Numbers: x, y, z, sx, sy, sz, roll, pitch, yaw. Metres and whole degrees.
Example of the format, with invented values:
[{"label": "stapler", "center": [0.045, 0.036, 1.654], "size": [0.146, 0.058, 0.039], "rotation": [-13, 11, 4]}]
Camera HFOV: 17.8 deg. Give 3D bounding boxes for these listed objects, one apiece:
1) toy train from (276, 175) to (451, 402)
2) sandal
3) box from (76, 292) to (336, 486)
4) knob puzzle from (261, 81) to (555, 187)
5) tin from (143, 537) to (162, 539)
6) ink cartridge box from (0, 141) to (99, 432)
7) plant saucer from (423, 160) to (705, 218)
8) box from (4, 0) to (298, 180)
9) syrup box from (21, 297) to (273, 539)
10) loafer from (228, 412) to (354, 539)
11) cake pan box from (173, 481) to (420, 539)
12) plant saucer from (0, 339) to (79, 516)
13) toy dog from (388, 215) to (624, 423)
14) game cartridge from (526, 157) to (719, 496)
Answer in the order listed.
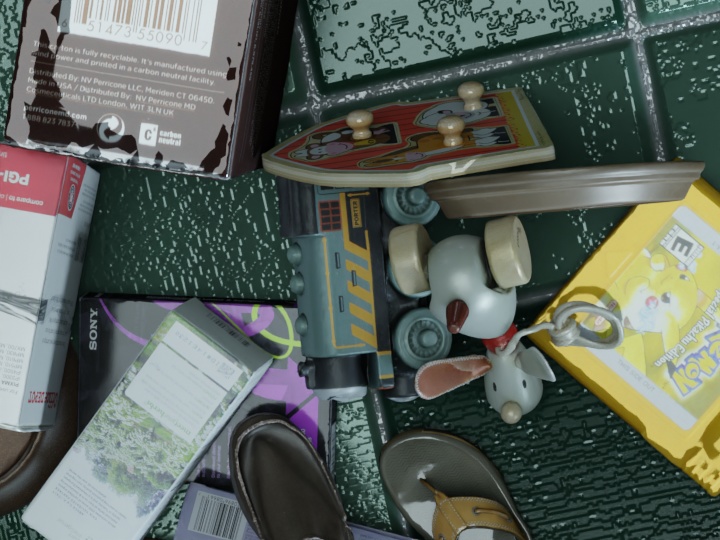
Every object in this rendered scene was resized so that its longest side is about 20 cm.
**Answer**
[{"label": "toy train", "center": [0.000, 0.000, 1.700], "size": [0.114, 0.085, 0.200], "rotation": [-6, 93, -20]}, {"label": "sandal", "center": [0.086, 0.207, 1.738], "size": [0.082, 0.055, 0.200], "rotation": [-29, 92, 8]}, {"label": "box", "center": [-0.118, 0.092, 1.760], "size": [0.200, 0.036, 0.143], "rotation": [2, 96, 7]}, {"label": "knob puzzle", "center": [0.027, -0.101, 1.642], "size": [0.219, 0.220, 0.031], "rotation": [-6, 109, 7]}, {"label": "tin", "center": [-0.130, 0.290, 1.781], "size": [0.200, 0.042, 0.112], "rotation": [31, 102, 2]}, {"label": "ink cartridge box", "center": [-0.258, 0.012, 1.687], "size": [0.083, 0.147, 0.200], "rotation": [10, 87, 3]}, {"label": "plant saucer", "center": [0.145, -0.057, 1.632], "size": [0.200, 0.200, 0.030], "rotation": [-5, 90, 7]}, {"label": "box", "center": [-0.144, -0.161, 1.655], "size": [0.166, 0.200, 0.165], "rotation": [9, 96, 6]}, {"label": "syrup box", "center": [-0.158, 0.125, 1.710], "size": [0.079, 0.081, 0.200], "rotation": [37, 100, 3]}, {"label": "loafer", "center": [-0.035, 0.192, 1.685], "size": [0.073, 0.071, 0.200], "rotation": [-24, 78, -12]}, {"label": "cake pan box", "center": [-0.065, 0.270, 1.729], "size": [0.200, 0.052, 0.185], "rotation": [14, 76, -1]}, {"label": "plant saucer", "center": [-0.314, 0.099, 1.785], "size": [0.200, 0.032, 0.201], "rotation": [0, 95, 5]}, {"label": "toy dog", "center": [0.090, 0.047, 1.636], "size": [0.132, 0.096, 0.200], "rotation": [-24, 129, 32]}, {"label": "game cartridge", "center": [0.253, 0.045, 1.716], "size": [0.200, 0.032, 0.176], "rotation": [40, 98, 2]}]
